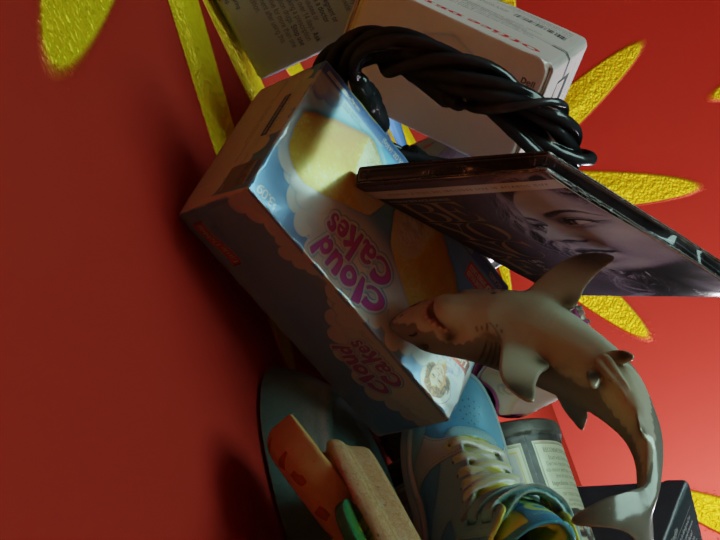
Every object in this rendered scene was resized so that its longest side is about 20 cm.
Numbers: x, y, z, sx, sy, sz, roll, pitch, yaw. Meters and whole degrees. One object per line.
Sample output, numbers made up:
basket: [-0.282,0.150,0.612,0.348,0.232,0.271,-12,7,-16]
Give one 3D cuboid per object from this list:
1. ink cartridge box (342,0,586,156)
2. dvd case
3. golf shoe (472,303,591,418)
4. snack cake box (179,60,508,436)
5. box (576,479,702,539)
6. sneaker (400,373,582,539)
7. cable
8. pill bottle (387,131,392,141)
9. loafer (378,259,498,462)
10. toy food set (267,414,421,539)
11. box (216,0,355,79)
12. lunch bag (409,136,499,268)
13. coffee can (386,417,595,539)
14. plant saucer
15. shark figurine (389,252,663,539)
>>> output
ink cartridge box: [0.076,-0.152,1.056,0.144,0.085,0.200,26,19,9]
dvd case: [0.114,-0.022,0.854,0.199,0.148,0.016,26,73,-39]
golf shoe: [0.113,0.063,1.023,0.076,0.091,0.200,61,-3,4]
snack cake box: [-0.005,-0.010,0.882,0.200,0.067,0.116,49,48,-25]
box: [0.195,0.278,1.124,0.107,0.147,0.202,-45,122,-56]
sneaker: [0.082,0.132,0.859,0.131,0.079,0.202,128,-36,-53]
cable: [0.054,-0.092,0.874,0.163,0.051,0.200,42,-21,-15]
pill bottle: [0.000,0.000,1.012,0.112,0.111,0.202,-54,122,-79]
loafer: [0.066,0.063,1.104,0.075,0.069,0.202,45,-47,34]
toy food set: [0.022,0.175,0.732,0.201,0.048,0.198,67,-6,-35]
box: [-0.037,-0.288,1.156,0.106,0.198,0.185,-103,167,-49]
lunch bag: [0.043,-0.036,1.160,0.128,0.168,0.200,64,7,7]
coffee can: [0.099,0.222,0.990,0.146,0.145,0.202,45,26,-67]
plant saucer: [-0.005,0.149,0.894,0.200,0.036,0.202,-21,91,-80]
shark figurine: [0.125,0.079,0.809,0.215,0.127,0.090,49,-20,39]
